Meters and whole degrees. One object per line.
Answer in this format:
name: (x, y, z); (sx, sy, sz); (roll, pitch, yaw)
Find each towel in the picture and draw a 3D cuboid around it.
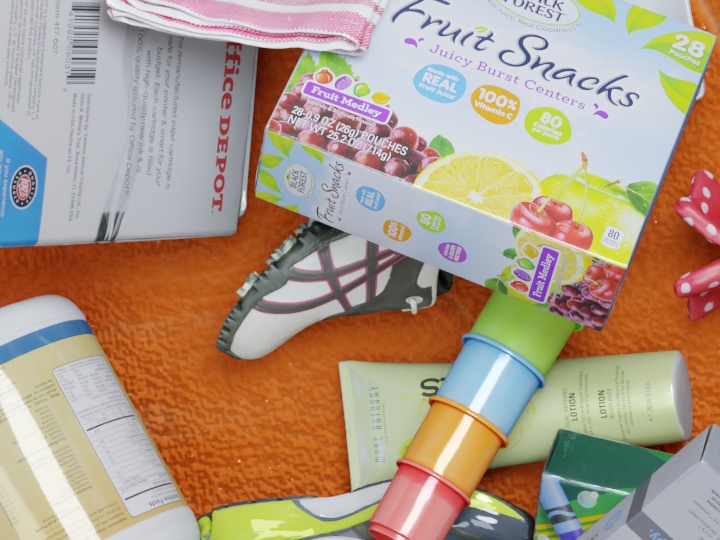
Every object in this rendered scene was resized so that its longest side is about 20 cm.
towel: (-0.041, -0.198, 1.609); (0.145, 0.201, 0.030); (9, 142, 13)

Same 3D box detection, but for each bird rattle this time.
bird rattle: (0.261, 0.002, 1.594); (0.199, 0.163, 0.113); (29, 84, -1)

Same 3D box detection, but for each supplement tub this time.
supplement tub: (-0.179, 0.131, 1.697); (0.144, 0.145, 0.201); (-32, 82, 14)

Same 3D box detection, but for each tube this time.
tube: (0.085, 0.081, 1.693); (0.199, 0.058, 0.052); (-6, 136, 17)

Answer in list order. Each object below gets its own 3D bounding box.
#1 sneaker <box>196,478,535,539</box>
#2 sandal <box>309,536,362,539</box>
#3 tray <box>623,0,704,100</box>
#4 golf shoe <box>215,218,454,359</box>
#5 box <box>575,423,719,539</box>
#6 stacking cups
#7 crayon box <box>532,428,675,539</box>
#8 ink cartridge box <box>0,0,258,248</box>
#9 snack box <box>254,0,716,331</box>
sneaker: (0.005, 0.166, 1.700); (0.199, 0.074, 0.081); (-11, 73, 20)
sandal: (0.025, 0.220, 1.658); (0.079, 0.059, 0.206); (-40, 121, 18)
tray: (0.087, -0.131, 1.680); (0.199, 0.022, 0.108); (-9, 95, 13)
golf shoe: (0.000, 0.000, 1.677); (0.088, 0.077, 0.200); (47, 118, -4)
box: (0.177, 0.195, 1.620); (0.156, 0.041, 0.200); (41, 124, -8)
stacking cups: (0.067, 0.065, 1.651); (0.060, 0.061, 0.201); (31, 79, 7)
crayon box: (0.193, 0.171, 1.655); (0.199, 0.052, 0.126); (12, 122, 11)
ink cartridge box: (-0.155, -0.093, 1.644); (0.084, 0.199, 0.147); (13, 101, 40)
snack box: (0.067, -0.082, 1.588); (0.199, 0.169, 0.068); (22, 145, 5)
